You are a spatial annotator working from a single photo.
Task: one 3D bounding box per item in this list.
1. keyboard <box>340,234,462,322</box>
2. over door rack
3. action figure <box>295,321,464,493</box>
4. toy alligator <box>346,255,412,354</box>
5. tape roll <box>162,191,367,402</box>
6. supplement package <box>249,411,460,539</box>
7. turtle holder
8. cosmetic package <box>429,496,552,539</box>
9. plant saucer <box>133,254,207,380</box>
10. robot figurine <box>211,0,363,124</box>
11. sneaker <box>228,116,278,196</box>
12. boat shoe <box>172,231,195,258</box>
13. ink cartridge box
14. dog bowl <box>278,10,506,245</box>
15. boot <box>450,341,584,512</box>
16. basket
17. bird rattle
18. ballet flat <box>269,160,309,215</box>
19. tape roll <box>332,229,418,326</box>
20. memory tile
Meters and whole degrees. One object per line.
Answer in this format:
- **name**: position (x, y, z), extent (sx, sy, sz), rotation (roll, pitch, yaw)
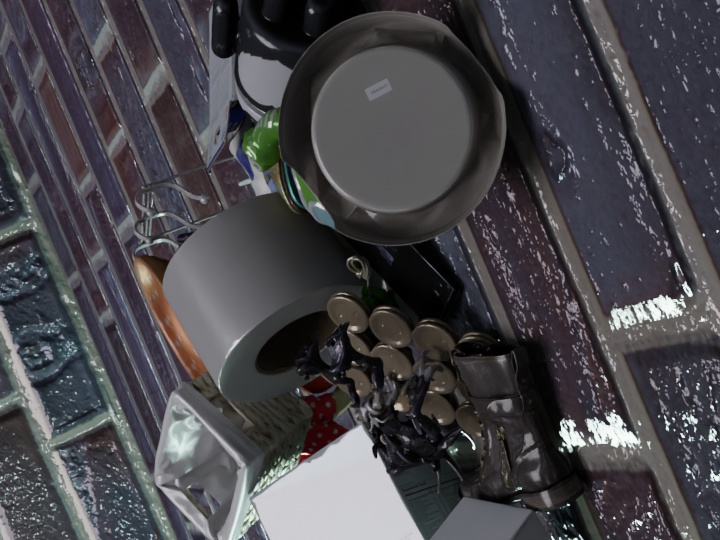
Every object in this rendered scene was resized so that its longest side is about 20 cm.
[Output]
- **keyboard**: position (0.035, -0.041, 1.530), extent (0.200, 0.021, 0.127), rotation (46, 142, 22)
- **over door rack**: position (-0.194, -0.086, 1.848), extent (0.067, 0.200, 0.148), rotation (49, 154, 17)
- **action figure**: position (0.034, 0.131, 1.485), extent (0.200, 0.102, 0.119), rotation (44, 136, -15)
- **toy alligator**: position (0.022, 0.047, 1.558), extent (0.059, 0.054, 0.200), rotation (12, 134, 25)
- **tape roll**: position (-0.100, 0.030, 1.617), extent (0.139, 0.202, 0.203), rotation (55, 156, 26)
- **supplement package**: position (0.020, 0.293, 1.665), extent (0.191, 0.147, 0.200), rotation (-36, 74, 28)
- **turtle holder**: position (-0.012, -0.095, 1.400), extent (0.132, 0.185, 0.141), rotation (106, 153, -59)
- **cosmetic package**: position (0.163, 0.325, 1.462), extent (0.101, 0.071, 0.200), rotation (3, 132, 50)
- **plant saucer**: position (-0.217, 0.065, 1.816), extent (0.200, 0.037, 0.200), rotation (54, 163, 24)
- **robot figurine**: position (-0.064, -0.222, 1.471), extent (0.150, 0.125, 0.200), rotation (56, 155, 24)
- **sneaker**: position (-0.102, -0.117, 1.764), extent (0.115, 0.080, 0.200), rotation (-145, 44, -61)
- **boat shoe**: position (-0.138, 0.000, 1.808), extent (0.093, 0.199, 0.075), rotation (63, -147, -63)
- **ink cartridge box**: position (-0.144, -0.223, 1.660), extent (0.200, 0.040, 0.201), rotation (155, 117, -77)
- **dog bowl**: position (0.031, -0.122, 1.274), extent (0.200, 0.200, 0.059), rotation (66, -169, 2)
- **boot**: position (0.135, 0.150, 1.455), extent (0.200, 0.069, 0.174), rotation (-18, 98, 59)
- **basket**: position (-0.149, 0.210, 1.736), extent (0.136, 0.123, 0.200), rotation (42, 142, 20)
- **bird rattle**: position (-0.068, 0.140, 1.815), extent (0.200, 0.163, 0.113), rotation (38, 159, 10)
- **ballet flat**: position (-0.078, -0.152, 1.596), extent (0.071, 0.070, 0.201), rotation (145, 123, -69)
- **tape roll**: position (0.000, 0.000, 1.675), extent (0.203, 0.037, 0.203), rotation (50, 153, 36)
- **memory tile**: position (0.057, 0.099, 1.528), extent (0.200, 0.017, 0.154), rotation (17, 136, 21)
